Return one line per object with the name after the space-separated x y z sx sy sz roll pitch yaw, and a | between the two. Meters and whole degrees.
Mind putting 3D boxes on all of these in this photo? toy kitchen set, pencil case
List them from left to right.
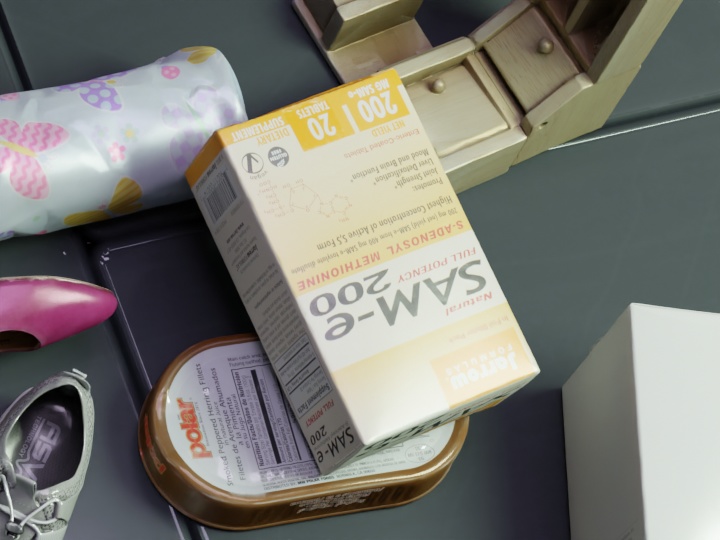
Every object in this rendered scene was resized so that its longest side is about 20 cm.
-0.164 -0.075 1.561 0.199 0.083 0.091 -16 76 -24 | pencil case
0.056 -0.162 1.624 0.199 0.181 0.164 -24 71 -27 | toy kitchen set

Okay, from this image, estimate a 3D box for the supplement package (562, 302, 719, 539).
0.196 0.138 1.545 0.119 0.121 0.201 6 62 -14 | supplement package

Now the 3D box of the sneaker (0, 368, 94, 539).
-0.197 0.139 1.438 0.074 0.082 0.201 19 59 -8 | sneaker

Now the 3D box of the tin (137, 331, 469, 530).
-0.031 0.086 1.549 0.199 0.042 0.113 -8 62 -22 | tin

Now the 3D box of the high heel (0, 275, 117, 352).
-0.227 0.062 1.486 0.199 0.067 0.097 -10 74 -15 | high heel

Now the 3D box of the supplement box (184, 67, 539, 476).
0.000 0.000 1.525 0.125 0.074 0.201 -21 80 -26 | supplement box
